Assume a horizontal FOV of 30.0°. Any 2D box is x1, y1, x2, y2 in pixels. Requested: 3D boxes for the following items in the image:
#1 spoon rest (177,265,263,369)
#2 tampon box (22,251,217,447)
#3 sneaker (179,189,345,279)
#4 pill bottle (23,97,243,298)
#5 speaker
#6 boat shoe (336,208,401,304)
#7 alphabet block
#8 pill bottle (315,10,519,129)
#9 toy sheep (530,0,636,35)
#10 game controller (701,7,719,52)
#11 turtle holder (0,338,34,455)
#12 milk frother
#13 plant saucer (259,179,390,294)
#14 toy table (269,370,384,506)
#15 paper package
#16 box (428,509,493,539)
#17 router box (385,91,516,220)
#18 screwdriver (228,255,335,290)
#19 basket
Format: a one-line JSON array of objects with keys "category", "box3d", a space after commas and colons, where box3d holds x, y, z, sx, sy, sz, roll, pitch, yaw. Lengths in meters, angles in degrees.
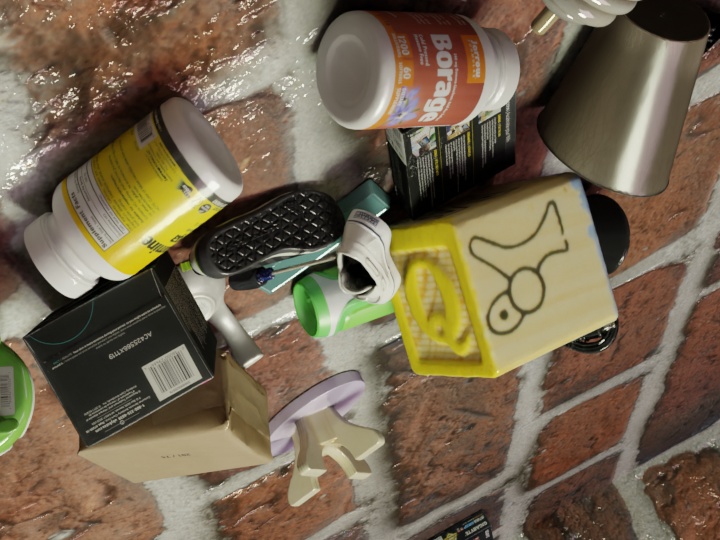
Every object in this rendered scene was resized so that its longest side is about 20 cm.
[{"category": "spoon rest", "box3d": [-0.186, 0.051, 1.610, 0.099, 0.061, 0.200, -33, 141, 3]}, {"category": "tampon box", "box3d": [-0.242, 0.075, 1.397, 0.149, 0.127, 0.200, -29, -173, -1]}, {"category": "sneaker", "box3d": [-0.113, -0.040, 1.522, 0.198, 0.073, 0.083, -17, 180, -29]}, {"category": "pill bottle", "box3d": [-0.219, -0.064, 1.282, 0.199, 0.113, 0.112, -35, 154, 11]}, {"category": "speaker", "box3d": [0.016, 0.020, 1.723, 0.198, 0.089, 0.089, -19, 153, -23]}, {"category": "boat shoe", "box3d": [0.000, 0.000, 1.576, 0.066, 0.073, 0.201, -60, 160, -20]}, {"category": "alphabet block", "box3d": [0.163, 0.006, 1.639, 0.198, 0.198, 0.196, -20, -175, -28]}, {"category": "pill bottle", "box3d": [0.062, -0.200, 1.340, 0.198, 0.113, 0.113, -8, 147, -39]}, {"category": "toy sheep", "box3d": [0.230, -0.308, 1.301, 0.137, 0.139, 0.200, -6, 146, -41]}, {"category": "game controller", "box3d": [0.375, -0.247, 1.673, 0.104, 0.042, 0.200, 3, 139, -49]}, {"category": "turtle holder", "box3d": [-0.433, 0.148, 1.410, 0.184, 0.142, 0.132, -34, 173, -14]}, {"category": "milk frother", "box3d": [0.270, 0.007, 1.840, 0.187, 0.202, 0.181, -3, 148, -43]}, {"category": "plant saucer", "box3d": [-0.052, -0.036, 1.625, 0.199, 0.019, 0.070, -35, 154, 11]}, {"category": "toy table", "box3d": [-0.056, 0.259, 2.041, 0.183, 0.118, 0.200, 3, 140, -49]}, {"category": "paper package", "box3d": [-0.226, 0.185, 1.660, 0.197, 0.105, 0.191, -10, 157, 11]}, {"category": "box", "box3d": [0.230, 0.636, 3.114, 0.157, 0.046, 0.201, -28, 154, -6]}, {"category": "router box", "box3d": [0.105, -0.154, 1.538, 0.148, 0.051, 0.201, -29, 155, -8]}, {"category": "screwdriver", "box3d": [-0.093, -0.001, 1.531, 0.029, 0.028, 0.199, 9, 166, -33]}, {"category": "basket", "box3d": [0.313, -0.214, 1.545, 0.136, 0.180, 0.201, -35, 154, -40]}]
